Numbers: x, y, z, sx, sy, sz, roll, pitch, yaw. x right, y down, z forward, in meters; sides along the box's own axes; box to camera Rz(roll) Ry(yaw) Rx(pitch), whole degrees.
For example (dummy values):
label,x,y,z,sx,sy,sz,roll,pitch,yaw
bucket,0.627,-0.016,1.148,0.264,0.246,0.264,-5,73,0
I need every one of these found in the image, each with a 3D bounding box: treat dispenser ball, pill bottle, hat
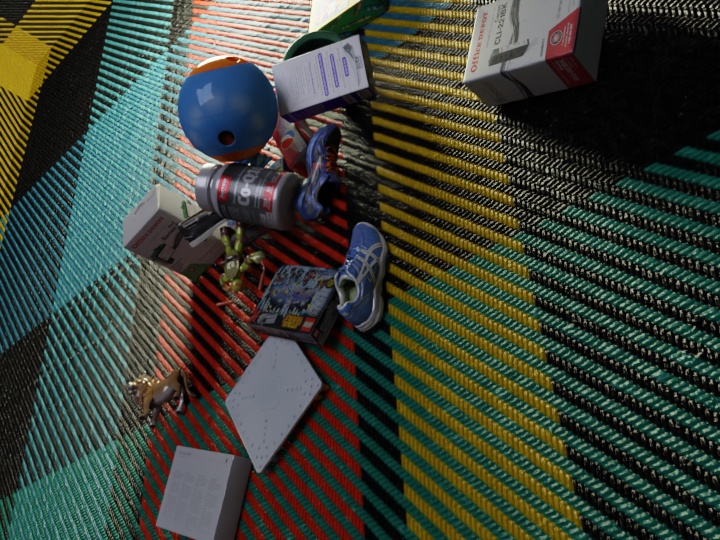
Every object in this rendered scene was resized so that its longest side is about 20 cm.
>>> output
label,x,y,z,sx,sy,sz,roll,pitch,yaw
treat dispenser ball,-0.261,-0.319,1.391,0.199,0.199,0.205,-24,53,36
pill bottle,-0.225,-0.153,1.406,0.196,0.114,0.116,12,76,19
hat,-0.082,-0.416,1.555,0.197,0.176,0.168,30,89,12

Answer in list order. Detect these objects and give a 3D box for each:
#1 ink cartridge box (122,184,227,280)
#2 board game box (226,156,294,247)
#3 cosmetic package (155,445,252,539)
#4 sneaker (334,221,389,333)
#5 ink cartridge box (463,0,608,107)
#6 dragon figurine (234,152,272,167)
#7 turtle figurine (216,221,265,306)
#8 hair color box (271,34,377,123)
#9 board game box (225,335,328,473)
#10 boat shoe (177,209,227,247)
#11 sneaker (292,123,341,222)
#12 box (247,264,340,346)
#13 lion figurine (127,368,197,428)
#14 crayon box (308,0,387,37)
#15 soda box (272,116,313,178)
label,x,y,z,sx,sy,sz,roll,pitch,yaw
ink cartridge box,-0.417,-0.082,1.589,0.146,0.198,0.085,-40,44,24
board game box,-0.221,-0.143,1.540,0.198,0.034,0.138,-30,51,33
cosmetic package,-0.292,0.414,1.304,0.197,0.051,0.154,-6,67,45
sneaker,0.000,0.000,1.196,0.075,0.076,0.204,-27,50,36
ink cartridge box,0.269,-0.355,1.094,0.197,0.083,0.148,-4,68,46
dragon figurine,-0.233,-0.255,1.530,0.199,0.058,0.101,-34,61,34
turtle figurine,-0.266,-0.017,1.472,0.199,0.063,0.165,-35,55,45
hair color box,-0.074,-0.384,1.417,0.196,0.065,0.112,-14,82,18
board game box,-0.156,0.227,1.279,0.202,0.026,0.200,-55,40,10
boat shoe,-0.302,-0.133,1.507,0.199,0.061,0.074,-38,18,1
sneaker,-0.068,-0.190,1.387,0.077,0.075,0.205,9,84,39
box,-0.110,0.059,1.287,0.198,0.040,0.139,3,58,47
lion figurine,-0.425,0.261,1.528,0.197,0.073,0.124,-23,42,20
crayon box,-0.027,-0.592,1.558,0.198,0.058,0.121,-19,56,40
soda box,-0.139,-0.279,1.500,0.064,0.069,0.201,-49,42,18
